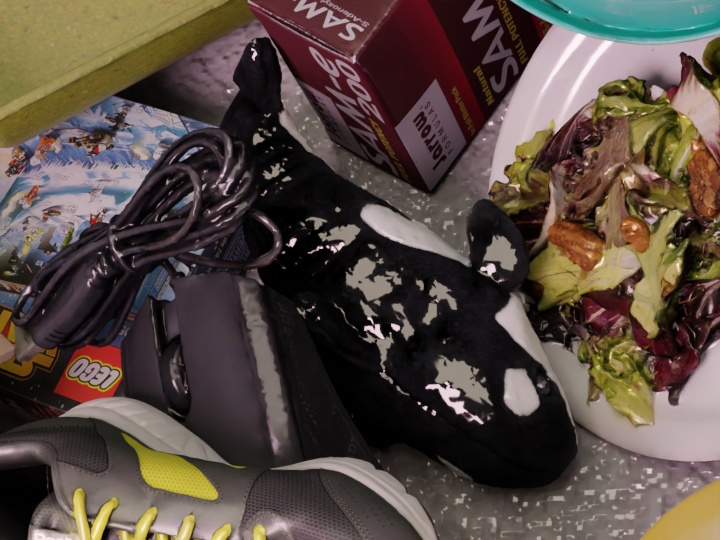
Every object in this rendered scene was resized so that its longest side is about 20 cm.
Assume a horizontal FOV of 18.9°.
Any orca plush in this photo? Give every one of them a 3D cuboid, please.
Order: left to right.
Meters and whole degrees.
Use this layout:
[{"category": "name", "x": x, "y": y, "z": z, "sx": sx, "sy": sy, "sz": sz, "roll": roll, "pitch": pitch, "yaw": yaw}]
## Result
[{"category": "orca plush", "x": 0.000, "y": 0.000, "z": 0.800, "sx": 0.105, "sy": 0.071, "sz": 0.201, "roll": -33, "pitch": 76, "yaw": 25}]

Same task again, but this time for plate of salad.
[{"category": "plate of salad", "x": 0.120, "y": -0.032, "z": 0.783, "sx": 0.199, "sy": 0.048, "sz": 0.202, "roll": -9, "pitch": 76, "yaw": 39}]

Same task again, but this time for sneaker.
[{"category": "sneaker", "x": -0.059, "y": 0.094, "z": 0.699, "sx": 0.199, "sy": 0.084, "sz": 0.075, "roll": 11, "pitch": 102, "yaw": 42}]

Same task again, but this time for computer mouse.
[{"category": "computer mouse", "x": -0.052, "y": 0.064, "z": 0.776, "sx": 0.138, "sy": 0.053, "sz": 0.201, "roll": -36, "pitch": 83, "yaw": 39}]

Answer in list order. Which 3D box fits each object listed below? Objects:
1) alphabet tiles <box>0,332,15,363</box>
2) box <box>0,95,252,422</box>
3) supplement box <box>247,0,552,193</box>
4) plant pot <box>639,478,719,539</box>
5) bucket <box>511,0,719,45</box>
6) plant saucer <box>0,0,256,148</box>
[{"category": "alphabet tiles", "x": -0.231, "y": 0.040, "z": 0.765, "sx": 0.199, "sy": 0.006, "sz": 0.166, "roll": -28, "pitch": 54, "yaw": -36}, {"category": "box", "x": -0.146, "y": -0.014, "z": 0.913, "sx": 0.199, "sy": 0.040, "sz": 0.138, "roll": 18, "pitch": 70, "yaw": 28}, {"category": "supplement box", "x": 0.050, "y": -0.144, "z": 0.868, "sx": 0.061, "sy": 0.109, "sz": 0.201, "roll": 31, "pitch": 78, "yaw": 30}, {"category": "plant pot", "x": 0.155, "y": 0.163, "z": 0.627, "sx": 0.199, "sy": 0.201, "sz": 0.190, "roll": -23, "pitch": 41, "yaw": 7}, {"category": "bucket", "x": 0.102, "y": -0.186, "z": 0.736, "sx": 0.205, "sy": 0.135, "sz": 0.209, "roll": -5, "pitch": 65, "yaw": 12}, {"category": "plant saucer", "x": -0.140, "y": -0.132, "z": 0.935, "sx": 0.199, "sy": 0.048, "sz": 0.200, "roll": -32, "pitch": 52, "yaw": -30}]
